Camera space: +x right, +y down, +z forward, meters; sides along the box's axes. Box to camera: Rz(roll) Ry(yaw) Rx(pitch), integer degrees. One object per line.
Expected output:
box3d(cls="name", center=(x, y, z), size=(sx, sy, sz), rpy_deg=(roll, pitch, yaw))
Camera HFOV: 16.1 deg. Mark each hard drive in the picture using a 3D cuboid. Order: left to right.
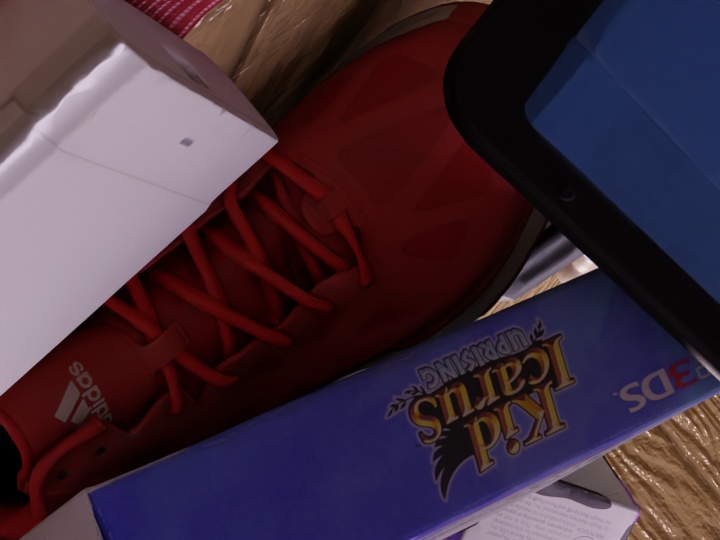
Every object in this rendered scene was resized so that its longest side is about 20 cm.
box3d(cls="hard drive", center=(-0.105, 0.029, 0.446), size=(0.200, 0.026, 0.132), rpy_deg=(-42, 173, 4))

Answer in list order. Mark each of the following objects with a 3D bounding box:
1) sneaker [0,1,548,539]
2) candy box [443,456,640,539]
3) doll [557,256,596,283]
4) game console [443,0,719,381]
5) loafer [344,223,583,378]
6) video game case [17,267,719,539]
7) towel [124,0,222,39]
box3d(cls="sneaker", center=(-0.034, 0.014, 0.657), size=(0.200, 0.078, 0.115), rpy_deg=(-47, 170, 35))
box3d(cls="candy box", center=(0.025, 0.140, 1.097), size=(0.200, 0.071, 0.168), rpy_deg=(-65, -159, 16))
box3d(cls="doll", center=(0.146, -0.039, 1.256), size=(0.136, 0.048, 0.200), rpy_deg=(-39, 172, -14))
box3d(cls="game console", center=(0.153, -0.051, 0.627), size=(0.176, 0.200, 0.116), rpy_deg=(-44, -171, 25))
box3d(cls="loafer", center=(0.000, 0.000, 0.848), size=(0.200, 0.063, 0.072), rpy_deg=(-34, -158, -13))
box3d(cls="video game case", center=(-0.010, 0.062, 0.675), size=(0.200, 0.046, 0.181), rpy_deg=(-22, 173, -31))
box3d(cls="towel", center=(-0.086, -0.018, 0.450), size=(0.200, 0.023, 0.144), rpy_deg=(-42, 172, 15))
